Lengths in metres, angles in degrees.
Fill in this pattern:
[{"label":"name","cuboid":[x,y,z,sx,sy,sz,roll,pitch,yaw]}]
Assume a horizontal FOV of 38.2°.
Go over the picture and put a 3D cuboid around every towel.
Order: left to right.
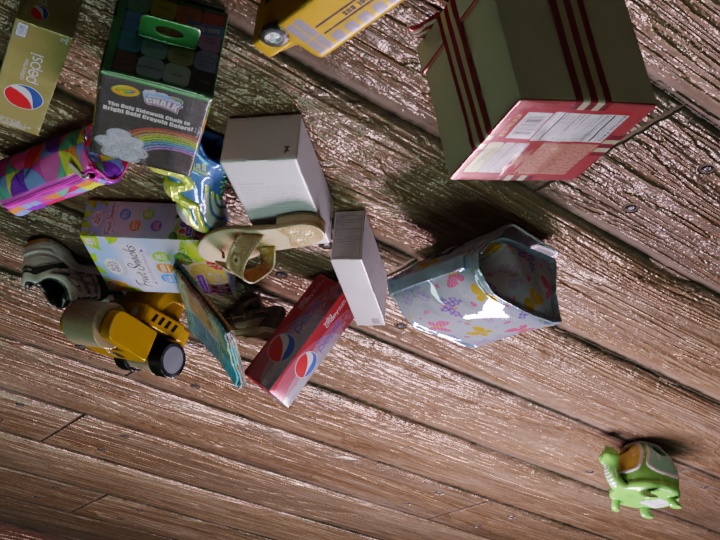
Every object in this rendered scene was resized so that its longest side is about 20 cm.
[{"label":"towel","cuboid":[-0.227,0.085,1.559,0.022,0.147,0.201,-35,157,-17]}]

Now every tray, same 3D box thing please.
[{"label":"tray","cuboid":[0.185,-0.019,1.544,0.107,0.022,0.199,27,143,-33]}]

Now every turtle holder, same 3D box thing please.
[{"label":"turtle holder","cuboid":[0.569,0.426,2.154,0.183,0.133,0.141,7,151,-3]}]

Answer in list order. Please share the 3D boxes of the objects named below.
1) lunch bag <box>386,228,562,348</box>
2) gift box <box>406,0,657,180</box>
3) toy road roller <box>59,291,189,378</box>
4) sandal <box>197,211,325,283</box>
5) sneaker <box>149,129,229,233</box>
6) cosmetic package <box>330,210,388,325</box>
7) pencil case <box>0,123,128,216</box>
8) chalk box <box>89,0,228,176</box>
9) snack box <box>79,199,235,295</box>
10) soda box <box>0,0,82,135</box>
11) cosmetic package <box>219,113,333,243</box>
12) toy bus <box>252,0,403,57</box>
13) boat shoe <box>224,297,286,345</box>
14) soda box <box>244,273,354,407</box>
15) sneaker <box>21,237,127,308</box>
[{"label":"lunch bag","cuboid":[0.162,0.022,1.475,0.199,0.128,0.169,18,151,-41]},{"label":"gift box","cuboid":[0.160,-0.212,1.042,0.198,0.189,0.184,2,156,-27]},{"label":"toy road roller","cuboid":[-0.356,0.073,1.640,0.122,0.147,0.200,4,158,38]},{"label":"sandal","cuboid":[-0.142,-0.019,1.397,0.210,0.070,0.078,-14,146,29]},{"label":"sneaker","cuboid":[-0.201,-0.118,1.372,0.104,0.076,0.200,-9,147,21]},{"label":"cosmetic package","cuboid":[0.000,0.000,1.545,0.050,0.083,0.201,0,149,12]},{"label":"pencil case","cuboid":[-0.398,-0.132,1.370,0.199,0.089,0.088,-15,145,31]},{"label":"chalk box","cuboid":[-0.221,-0.220,1.152,0.124,0.125,0.200,13,148,-13]},{"label":"snack box","cuboid":[-0.294,-0.031,1.545,0.198,0.068,0.169,3,151,6]},{"label":"soda box","cuboid":[-0.374,-0.241,1.190,0.063,0.068,0.200,17,148,-21]},{"label":"cosmetic package","cuboid":[-0.105,-0.114,1.369,0.100,0.072,0.200,-1,150,11]},{"label":"toy bus","cuboid":[-0.025,-0.284,1.071,0.078,0.066,0.199,26,143,-36]},{"label":"boat shoe","cuboid":[-0.177,0.082,1.727,0.072,0.073,0.199,16,171,-27]},{"label":"soda box","cuboid":[-0.088,0.107,1.625,0.070,0.201,0.063,27,166,40]},{"label":"sneaker","cuboid":[-0.457,0.029,1.653,0.075,0.088,0.199,-21,143,34]}]
